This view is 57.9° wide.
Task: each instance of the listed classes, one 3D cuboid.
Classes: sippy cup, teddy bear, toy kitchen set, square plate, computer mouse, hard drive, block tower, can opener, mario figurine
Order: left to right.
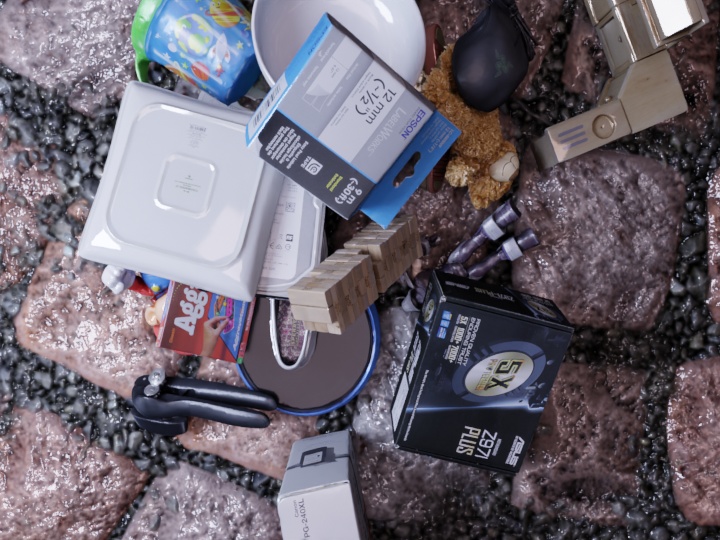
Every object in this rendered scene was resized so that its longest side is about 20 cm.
[{"bbox_3d":[-0.220,0.012,0.769,0.120,0.107,0.205,-7,115,14],"label":"mario figurine"},{"bbox_3d":[-0.184,-0.089,0.693,0.195,0.028,0.204,14,83,0],"label":"square plate"},{"bbox_3d":[-0.198,0.163,0.814,0.194,0.064,0.080,-1,135,12],"label":"can opener"},{"bbox_3d":[-0.179,-0.275,0.775,0.129,0.178,0.141,37,46,-4],"label":"sippy cup"},{"bbox_3d":[-0.105,-0.072,0.732,0.136,0.038,0.206,7,82,-6],"label":"hard drive"},{"bbox_3d":[0.000,0.000,0.734,0.057,0.199,0.055,4,118,35],"label":"block tower"},{"bbox_3d":[0.136,-0.168,0.774,0.066,0.145,0.204,-9,115,37],"label":"teddy bear"},{"bbox_3d":[0.163,-0.267,0.757,0.139,0.052,0.202,47,49,-24],"label":"computer mouse"},{"bbox_3d":[0.283,-0.256,0.772,0.176,0.163,0.205,-22,91,-1],"label":"toy kitchen set"}]

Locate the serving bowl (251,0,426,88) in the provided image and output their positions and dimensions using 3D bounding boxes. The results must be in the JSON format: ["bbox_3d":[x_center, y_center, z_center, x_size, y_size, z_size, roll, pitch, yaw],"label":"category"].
[{"bbox_3d":[-0.028,-0.254,0.740,0.194,0.066,0.206,2,80,-13],"label":"serving bowl"}]

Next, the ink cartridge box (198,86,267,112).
[{"bbox_3d":[-0.160,-0.132,0.833,0.159,0.050,0.204,23,76,-2],"label":"ink cartridge box"}]

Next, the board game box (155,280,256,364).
[{"bbox_3d":[-0.164,-0.003,0.754,0.101,0.019,0.206,16,79,-30],"label":"board game box"}]

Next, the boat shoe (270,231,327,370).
[{"bbox_3d":[-0.080,0.017,0.777,0.070,0.069,0.206,8,91,-1],"label":"boat shoe"}]

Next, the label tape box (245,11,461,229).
[{"bbox_3d":[0.000,-0.137,0.672,0.198,0.067,0.144,33,109,-24],"label":"label tape box"}]

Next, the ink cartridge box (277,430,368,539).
[{"bbox_3d":[-0.036,0.290,0.758,0.081,0.200,0.150,-11,92,-1],"label":"ink cartridge box"}]

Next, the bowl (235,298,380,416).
[{"bbox_3d":[-0.070,0.086,0.833,0.194,0.039,0.207,0,92,-2],"label":"bowl"}]

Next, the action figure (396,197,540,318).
[{"bbox_3d":[0.128,-0.002,0.824,0.198,0.070,0.131,-35,98,14],"label":"action figure"}]

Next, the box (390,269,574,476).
[{"bbox_3d":[0.138,0.124,0.783,0.159,0.086,0.205,14,109,-7],"label":"box"}]

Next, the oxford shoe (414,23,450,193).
[{"bbox_3d":[0.074,-0.200,0.827,0.072,0.070,0.206,-1,92,24],"label":"oxford shoe"}]
